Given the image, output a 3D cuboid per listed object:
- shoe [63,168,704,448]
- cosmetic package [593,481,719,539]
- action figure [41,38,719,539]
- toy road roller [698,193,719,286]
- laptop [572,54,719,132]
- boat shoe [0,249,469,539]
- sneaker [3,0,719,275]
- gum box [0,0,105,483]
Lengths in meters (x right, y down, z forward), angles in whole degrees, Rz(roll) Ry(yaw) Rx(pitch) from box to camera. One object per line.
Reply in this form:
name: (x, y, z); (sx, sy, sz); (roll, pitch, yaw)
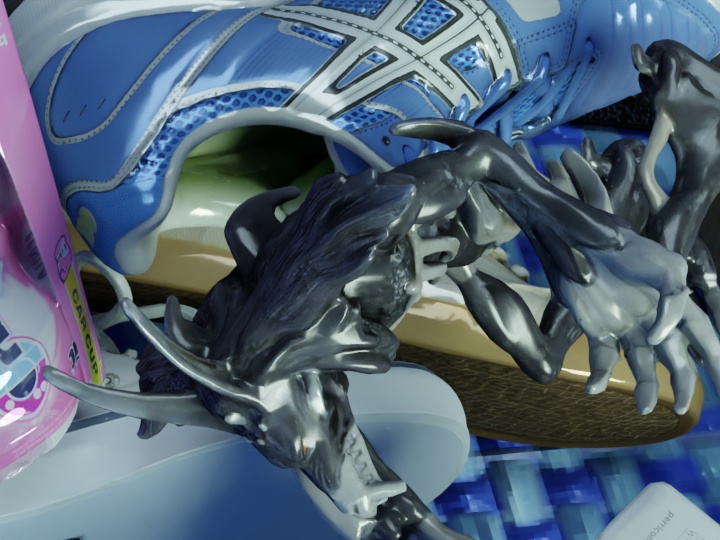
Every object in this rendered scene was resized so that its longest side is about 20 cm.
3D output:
shoe: (0.000, 0.000, 0.743); (0.200, 0.070, 0.053); (16, 70, -8)
cosmetic package: (0.107, 0.158, 0.638); (0.200, 0.113, 0.081); (39, 53, 12)
action figure: (0.030, 0.015, 0.633); (0.200, 0.119, 0.102); (-22, 72, -42)
toy road roller: (0.171, -0.084, 0.810); (0.200, 0.123, 0.146); (-26, 70, -22)
laptop: (0.137, -0.126, 0.927); (0.177, 0.103, 0.200); (6, 78, -11)
boat shoe: (-0.077, 0.040, 0.706); (0.202, 0.075, 0.086); (-14, 54, -13)
sneaker: (0.007, -0.043, 0.708); (0.200, 0.076, 0.077); (-11, 58, -18)
gum box: (-0.156, -0.023, 0.650); (0.200, 0.114, 0.066); (19, 50, 31)
